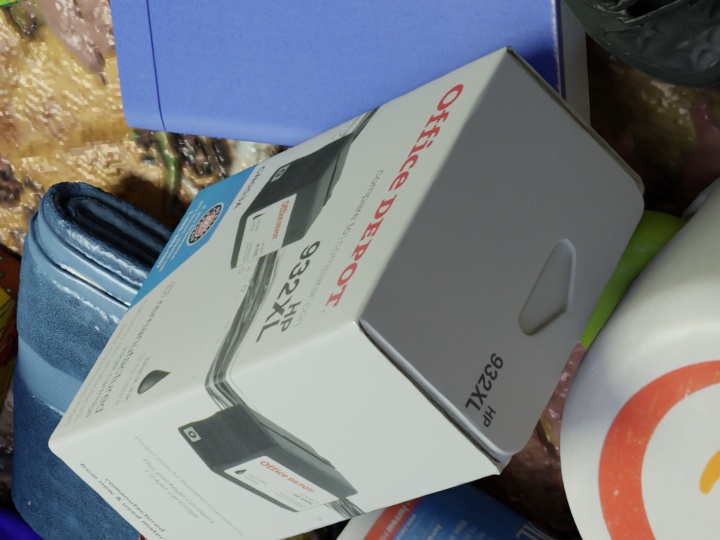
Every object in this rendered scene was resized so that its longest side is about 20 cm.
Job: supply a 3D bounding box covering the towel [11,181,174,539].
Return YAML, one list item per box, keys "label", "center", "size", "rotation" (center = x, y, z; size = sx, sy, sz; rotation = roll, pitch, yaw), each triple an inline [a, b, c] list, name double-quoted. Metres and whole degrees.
- label: "towel"
  center: [-0.106, 0.058, 1.275]
  size: [0.111, 0.049, 0.200]
  rotation: [28, 137, 18]

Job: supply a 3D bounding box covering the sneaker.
- label: "sneaker"
  center: [0.075, -0.120, 0.989]
  size: [0.060, 0.104, 0.200]
  rotation: [-29, 118, 17]

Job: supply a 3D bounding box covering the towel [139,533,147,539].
- label: "towel"
  center: [-0.038, 0.196, 1.249]
  size: [0.023, 0.144, 0.200]
  rotation: [-23, 130, 15]

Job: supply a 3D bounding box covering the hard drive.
- label: "hard drive"
  center: [-0.009, -0.110, 1.120]
  size: [0.199, 0.025, 0.132]
  rotation: [8, 117, 27]

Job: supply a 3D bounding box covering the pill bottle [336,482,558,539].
- label: "pill bottle"
  center: [0.075, 0.173, 1.214]
  size: [0.200, 0.112, 0.112]
  rotation: [33, 132, 8]

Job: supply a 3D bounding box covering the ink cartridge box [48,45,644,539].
- label: "ink cartridge box"
  center: [-0.007, 0.018, 1.089]
  size: [0.084, 0.145, 0.200]
  rotation: [44, 143, -20]

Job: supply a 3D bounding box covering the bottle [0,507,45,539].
- label: "bottle"
  center: [-0.206, 0.199, 1.434]
  size: [0.083, 0.065, 0.200]
  rotation: [39, 133, 1]

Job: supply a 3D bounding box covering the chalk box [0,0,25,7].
- label: "chalk box"
  center: [-0.092, -0.168, 1.053]
  size: [0.199, 0.125, 0.124]
  rotation: [-11, 99, 33]

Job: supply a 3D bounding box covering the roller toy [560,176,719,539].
- label: "roller toy"
  center: [0.173, 0.059, 1.055]
  size: [0.200, 0.140, 0.183]
  rotation: [-14, 113, 37]

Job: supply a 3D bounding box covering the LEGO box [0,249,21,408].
- label: "LEGO box"
  center: [-0.240, 0.083, 1.285]
  size: [0.077, 0.200, 0.149]
  rotation: [31, 132, 10]
